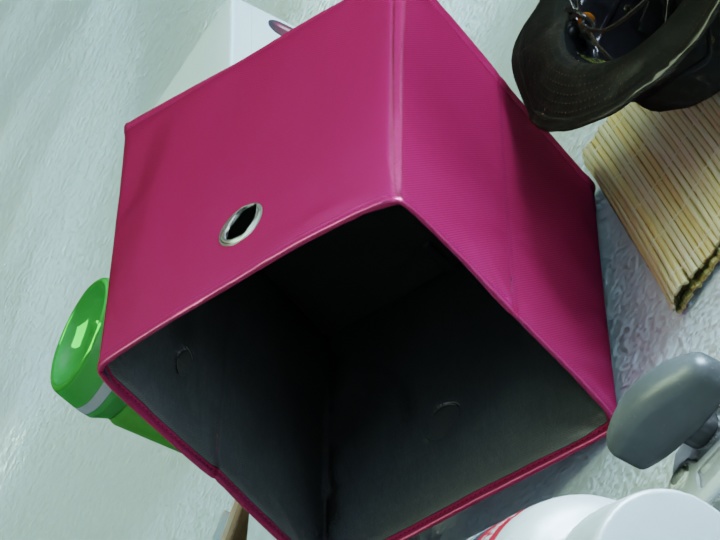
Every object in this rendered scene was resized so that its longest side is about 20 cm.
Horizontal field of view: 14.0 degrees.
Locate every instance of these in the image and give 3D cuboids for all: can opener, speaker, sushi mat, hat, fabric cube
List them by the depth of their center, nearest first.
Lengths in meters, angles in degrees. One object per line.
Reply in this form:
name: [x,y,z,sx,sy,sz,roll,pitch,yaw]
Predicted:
can opener: [0.189,0.036,1.299,0.200,0.066,0.053,-48,24,29]
hat: [0.170,-0.143,1.516,0.201,0.081,0.201,-44,28,31]
sushi mat: [0.165,-0.057,1.538,0.096,0.012,0.200,-58,20,16]
fabric cube: [0.000,0.000,1.540,0.196,0.200,0.200,-29,35,24]
speaker: [-0.078,0.076,1.721,0.088,0.200,0.089,-51,24,33]

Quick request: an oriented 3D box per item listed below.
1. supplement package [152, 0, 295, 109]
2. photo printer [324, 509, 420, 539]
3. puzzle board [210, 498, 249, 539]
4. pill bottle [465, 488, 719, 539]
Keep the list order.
supplement package: [-0.083,-0.062,2.033,0.156,0.111,0.200,-53,23,31]
photo printer: [-0.024,0.223,1.602,0.167,0.069,0.200,-58,20,26]
puzzle board: [-0.094,0.220,1.655,0.200,0.017,0.151,100,-173,-65]
pill bottle: [0.087,0.167,1.313,0.200,0.119,0.120,-36,35,54]
